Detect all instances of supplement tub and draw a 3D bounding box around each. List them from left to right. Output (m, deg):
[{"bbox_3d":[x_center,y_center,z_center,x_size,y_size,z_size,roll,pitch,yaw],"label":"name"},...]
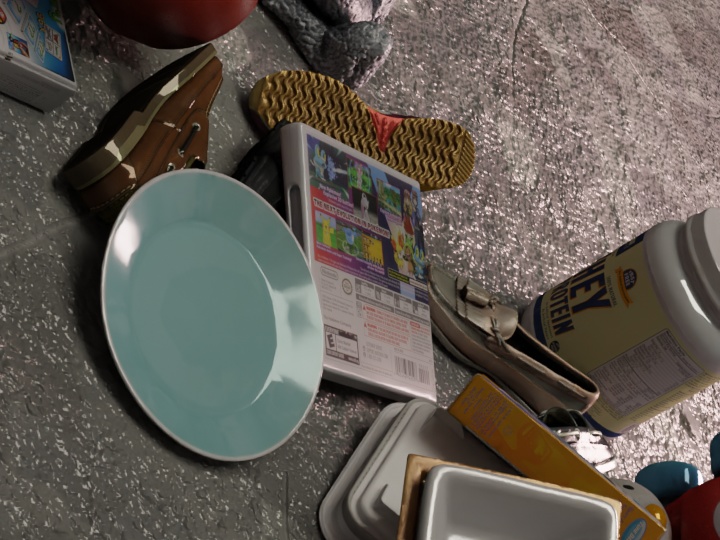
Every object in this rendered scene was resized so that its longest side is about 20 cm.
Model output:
[{"bbox_3d":[0.256,0.046,1.866,0.145,0.199,0.146,39,32,-31],"label":"supplement tub"}]

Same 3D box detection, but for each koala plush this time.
[{"bbox_3d":[0.012,-0.296,1.814,0.184,0.199,0.178,46,30,-21],"label":"koala plush"}]

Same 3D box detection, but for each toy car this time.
[{"bbox_3d":[0.236,0.216,1.719,0.199,0.176,0.186,21,55,-31],"label":"toy car"}]

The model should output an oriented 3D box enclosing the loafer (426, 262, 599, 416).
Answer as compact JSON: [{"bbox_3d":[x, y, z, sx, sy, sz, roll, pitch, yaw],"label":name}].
[{"bbox_3d":[0.122,0.056,1.784,0.200,0.063,0.072,45,30,-25],"label":"loafer"}]

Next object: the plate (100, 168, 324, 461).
[{"bbox_3d":[-0.103,0.031,1.439,0.199,0.025,0.202,18,64,-41],"label":"plate"}]

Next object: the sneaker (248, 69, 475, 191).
[{"bbox_3d":[-0.009,-0.106,1.740,0.198,0.090,0.076,19,79,-21],"label":"sneaker"}]

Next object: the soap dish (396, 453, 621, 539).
[{"bbox_3d":[0.087,0.238,1.421,0.156,0.081,0.202,13,69,-13],"label":"soap dish"}]

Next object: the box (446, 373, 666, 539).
[{"bbox_3d":[0.153,0.152,1.564,0.199,0.042,0.119,38,1,6],"label":"box"}]

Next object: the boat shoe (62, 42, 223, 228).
[{"bbox_3d":[-0.143,-0.091,1.503,0.068,0.072,0.200,54,37,-15],"label":"boat shoe"}]

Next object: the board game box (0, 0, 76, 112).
[{"bbox_3d":[-0.263,-0.216,1.458,0.126,0.034,0.202,24,43,-48],"label":"board game box"}]

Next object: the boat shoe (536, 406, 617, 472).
[{"bbox_3d":[0.164,0.140,1.721,0.200,0.075,0.061,-21,102,-78],"label":"boat shoe"}]

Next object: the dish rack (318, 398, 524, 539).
[{"bbox_3d":[0.080,0.186,1.529,0.200,0.044,0.172,40,39,-2],"label":"dish rack"}]

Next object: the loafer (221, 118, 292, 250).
[{"bbox_3d":[-0.066,-0.051,1.578,0.070,0.068,0.201,44,26,-7],"label":"loafer"}]

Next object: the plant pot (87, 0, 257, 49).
[{"bbox_3d":[-0.142,-0.264,1.498,0.195,0.199,0.202,82,-13,-72],"label":"plant pot"}]

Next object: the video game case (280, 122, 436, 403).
[{"bbox_3d":[0.000,0.000,1.607,0.200,0.023,0.184,22,61,-60],"label":"video game case"}]
